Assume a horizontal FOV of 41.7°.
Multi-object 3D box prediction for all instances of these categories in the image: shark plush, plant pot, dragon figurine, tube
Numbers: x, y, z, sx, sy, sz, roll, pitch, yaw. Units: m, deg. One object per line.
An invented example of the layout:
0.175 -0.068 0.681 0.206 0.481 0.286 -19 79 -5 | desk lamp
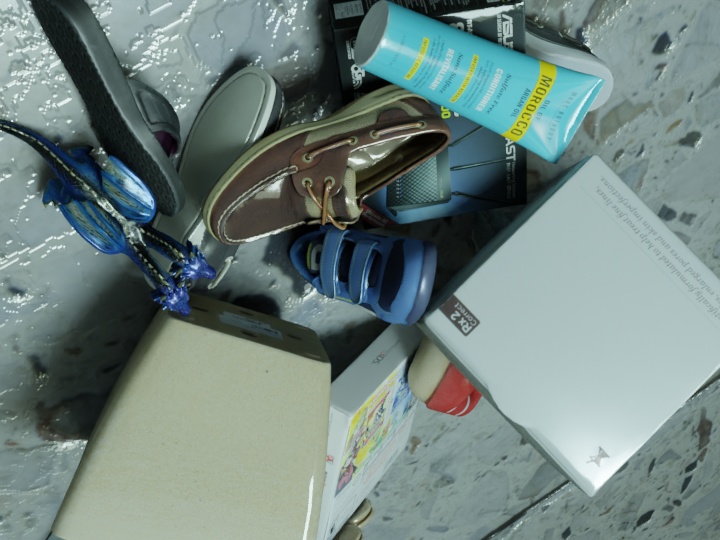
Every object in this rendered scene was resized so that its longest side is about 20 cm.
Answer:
0.162 -0.025 0.972 0.091 0.083 0.200 -32 135 -9 | shark plush
-0.121 0.125 0.795 0.199 0.200 0.178 18 95 -11 | plant pot
-0.188 -0.049 0.691 0.059 0.099 0.200 -48 123 -12 | dragon figurine
0.092 -0.146 0.725 0.199 0.050 0.078 16 121 -26 | tube

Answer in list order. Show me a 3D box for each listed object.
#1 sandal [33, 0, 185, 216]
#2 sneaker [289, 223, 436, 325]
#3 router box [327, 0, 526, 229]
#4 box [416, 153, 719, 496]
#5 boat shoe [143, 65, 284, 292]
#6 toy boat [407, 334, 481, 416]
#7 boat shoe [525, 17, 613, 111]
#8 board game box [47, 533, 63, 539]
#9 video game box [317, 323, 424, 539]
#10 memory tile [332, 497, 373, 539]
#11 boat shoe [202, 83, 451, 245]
-0.165 -0.120 0.688 0.048 0.075 0.201 -43 139 -24 | sandal
0.000 0.000 0.813 0.082 0.200 0.074 16 87 -23 | sneaker
0.060 -0.137 0.795 0.149 0.062 0.200 -10 130 0 | router box
0.183 0.044 0.809 0.200 0.199 0.131 -44 180 -2 | box
-0.108 -0.067 0.763 0.060 0.074 0.200 11 112 -46 | boat shoe
0.132 0.097 0.966 0.131 0.130 0.200 -66 160 -3 | toy boat
0.132 -0.193 0.837 0.199 0.057 0.069 15 126 -21 | boat shoe
-0.239 0.288 0.952 0.147 0.064 0.200 22 107 -42 | board game box
0.005 0.159 0.967 0.200 0.047 0.183 -40 150 -53 | video game box
-0.087 0.301 0.974 0.199 0.153 0.017 -19 104 17 | memory tile
-0.023 -0.070 0.716 0.200 0.072 0.072 -28 140 -9 | boat shoe
